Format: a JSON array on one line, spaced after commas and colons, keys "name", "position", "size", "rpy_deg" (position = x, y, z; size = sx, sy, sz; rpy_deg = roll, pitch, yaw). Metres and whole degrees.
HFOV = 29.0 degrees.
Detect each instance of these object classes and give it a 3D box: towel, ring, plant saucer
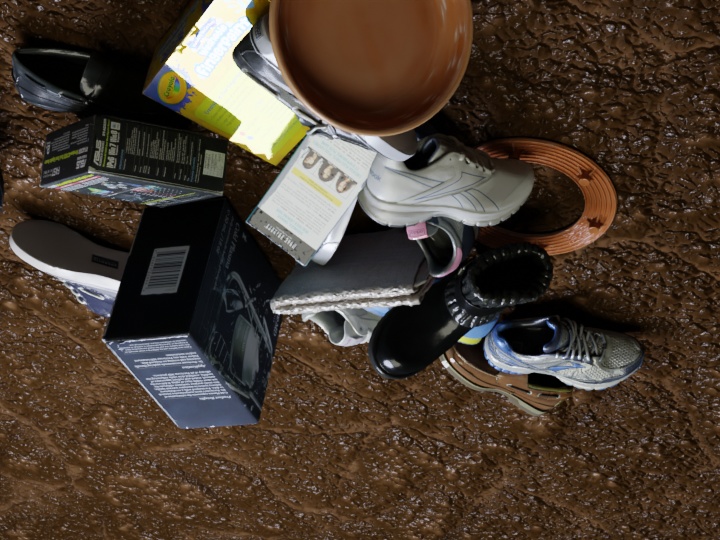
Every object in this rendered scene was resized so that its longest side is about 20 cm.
[{"name": "towel", "position": [0.000, 0.000, 1.615], "size": [0.198, 0.133, 0.035], "rpy_deg": [-6, 119, 25]}, {"name": "ring", "position": [0.186, -0.075, 1.554], "size": [0.198, 0.019, 0.201], "rpy_deg": [9, 145, 6]}, {"name": "plant saucer", "position": [0.008, -0.224, 1.272], "size": [0.199, 0.202, 0.037], "rpy_deg": [28, 174, -22]}]

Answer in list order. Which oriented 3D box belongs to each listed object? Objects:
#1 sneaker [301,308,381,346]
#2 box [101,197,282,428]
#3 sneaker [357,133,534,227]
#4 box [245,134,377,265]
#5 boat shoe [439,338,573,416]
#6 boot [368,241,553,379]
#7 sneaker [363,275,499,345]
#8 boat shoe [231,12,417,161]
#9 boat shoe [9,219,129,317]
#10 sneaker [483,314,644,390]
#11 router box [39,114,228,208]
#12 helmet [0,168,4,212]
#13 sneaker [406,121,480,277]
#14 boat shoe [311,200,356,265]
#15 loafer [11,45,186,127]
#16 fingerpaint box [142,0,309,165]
[{"name": "sneaker", "position": [0.005, 0.067, 1.738], "size": [0.198, 0.101, 0.075], "rpy_deg": [26, 141, -22]}, {"name": "box", "position": [-0.194, 0.054, 1.692], "size": [0.122, 0.202, 0.197], "rpy_deg": [-5, 142, 21]}, {"name": "sneaker", "position": [0.097, -0.096, 1.434], "size": [0.198, 0.075, 0.088], "rpy_deg": [-7, 132, -25]}, {"name": "box", "position": [-0.033, -0.107, 1.468], "size": [0.082, 0.049, 0.201], "rpy_deg": [36, 118, -4]}, {"name": "boat shoe", "position": [0.189, 0.121, 1.792], "size": [0.199, 0.073, 0.068], "rpy_deg": [24, 140, -32]}, {"name": "boot", "position": [0.109, 0.043, 1.572], "size": [0.080, 0.210, 0.158], "rpy_deg": [53, 166, -5]}, {"name": "sneaker", "position": [0.077, 0.024, 1.694], "size": [0.198, 0.066, 0.079], "rpy_deg": [19, 134, -10]}, {"name": "boat shoe", "position": [-0.035, -0.161, 1.326], "size": [0.198, 0.074, 0.068], "rpy_deg": [31, 134, -26]}, {"name": "boat shoe", "position": [-0.361, 0.008, 1.786], "size": [0.198, 0.075, 0.093], "rpy_deg": [21, 137, -14]}, {"name": "sneaker", "position": [0.250, 0.096, 1.703], "size": [0.197, 0.078, 0.085], "rpy_deg": [2, 157, 5]}, {"name": "router box", "position": [-0.247, -0.115, 1.497], "size": [0.148, 0.063, 0.199], "rpy_deg": [8, 175, -27]}, {"name": "helmet", "position": [-0.504, -0.086, 1.602], "size": [0.198, 0.192, 0.200], "rpy_deg": [27, 178, 1]}, {"name": "sneaker", "position": [0.069, -0.081, 1.506], "size": [0.070, 0.082, 0.201], "rpy_deg": [-5, 130, 38]}, {"name": "boat shoe", "position": [-0.038, -0.087, 1.560], "size": [0.067, 0.072, 0.201], "rpy_deg": [19, 139, -4]}, {"name": "loafer", "position": [-0.278, -0.197, 1.482], "size": [0.198, 0.069, 0.071], "rpy_deg": [11, 155, 8]}, {"name": "fingerpaint box", "position": [-0.099, -0.217, 1.393], "size": [0.166, 0.074, 0.200], "rpy_deg": [26, 141, -20]}]
